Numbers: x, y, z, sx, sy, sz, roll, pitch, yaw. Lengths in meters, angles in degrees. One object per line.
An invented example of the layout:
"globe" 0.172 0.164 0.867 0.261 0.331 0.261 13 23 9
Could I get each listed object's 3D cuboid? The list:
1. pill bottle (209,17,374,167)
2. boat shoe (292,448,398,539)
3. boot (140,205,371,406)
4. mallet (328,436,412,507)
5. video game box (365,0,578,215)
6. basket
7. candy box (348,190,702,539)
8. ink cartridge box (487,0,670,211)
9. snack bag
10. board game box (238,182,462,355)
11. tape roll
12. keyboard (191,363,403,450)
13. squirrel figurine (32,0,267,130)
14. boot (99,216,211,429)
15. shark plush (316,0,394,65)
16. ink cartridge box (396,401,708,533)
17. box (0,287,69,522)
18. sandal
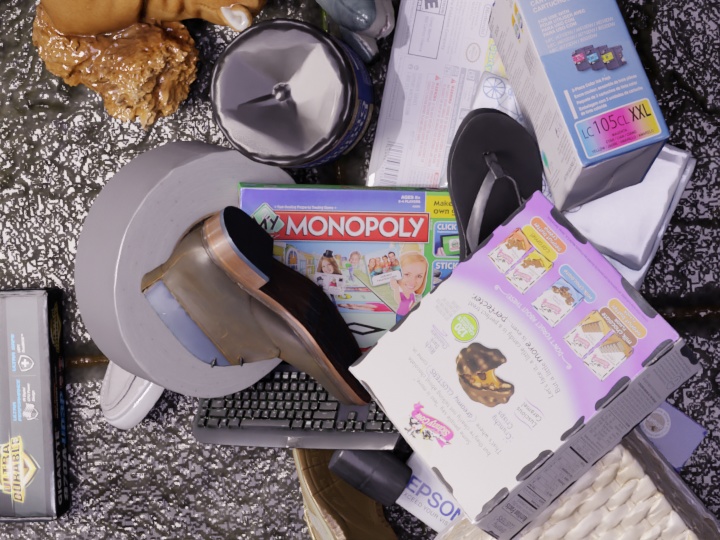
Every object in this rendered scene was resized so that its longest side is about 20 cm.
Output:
"pill bottle" -0.047 -0.138 1.396 0.111 0.200 0.113 0 93 7
"boat shoe" -0.017 0.207 1.473 0.074 0.066 0.201 -9 68 -31
"boot" -0.079 0.045 1.362 0.097 0.075 0.200 -30 114 22
"mallet" 0.039 0.093 1.458 0.066 0.041 0.201 25 78 -5
"video game box" 0.108 -0.126 1.456 0.181 0.047 0.201 12 95 8
"basket" 0.186 0.242 1.372 0.200 0.161 0.198 -39 90 6
"candy box" 0.119 0.072 1.300 0.200 0.072 0.168 -43 58 4
"ink cartridge box" 0.157 -0.162 1.344 0.076 0.136 0.201 -20 79 -6
"snack bag" 0.148 -0.036 1.425 0.188 0.021 0.201 23 97 4
"board game box" 0.000 0.000 1.401 0.199 0.029 0.135 1 101 -7
"tape roll" -0.129 -0.001 1.421 0.066 0.200 0.201 17 97 50
"keyboard" -0.042 0.089 1.462 0.199 0.021 0.128 -1 58 25
"squirrel figurine" -0.171 -0.224 1.457 0.186 0.142 0.201 13 109 -4
"boot" -0.193 0.029 1.469 0.095 0.073 0.201 24 89 -38
"shark plush" -0.032 -0.257 1.433 0.091 0.083 0.200 -49 64 30
"ink cartridge box" 0.156 0.162 1.469 0.196 0.043 0.200 34 98 4
"box" -0.336 0.116 1.522 0.158 0.046 0.201 -1 94 7
"sandal" 0.108 -0.026 1.374 0.076 0.043 0.201 -3 101 -13
